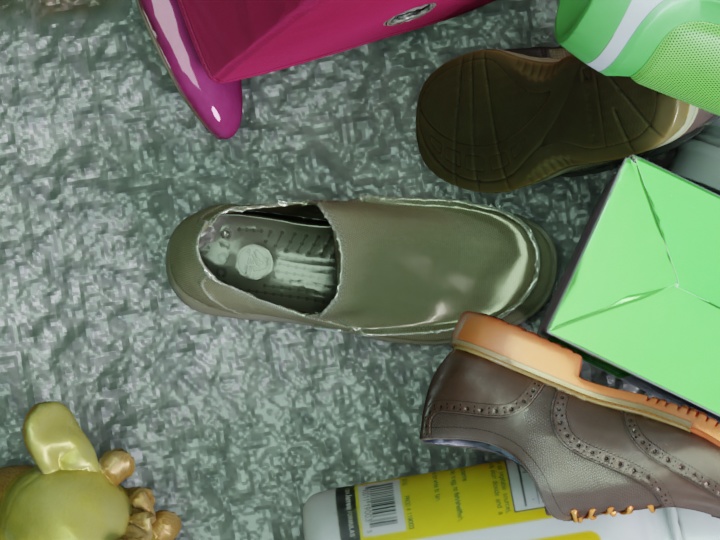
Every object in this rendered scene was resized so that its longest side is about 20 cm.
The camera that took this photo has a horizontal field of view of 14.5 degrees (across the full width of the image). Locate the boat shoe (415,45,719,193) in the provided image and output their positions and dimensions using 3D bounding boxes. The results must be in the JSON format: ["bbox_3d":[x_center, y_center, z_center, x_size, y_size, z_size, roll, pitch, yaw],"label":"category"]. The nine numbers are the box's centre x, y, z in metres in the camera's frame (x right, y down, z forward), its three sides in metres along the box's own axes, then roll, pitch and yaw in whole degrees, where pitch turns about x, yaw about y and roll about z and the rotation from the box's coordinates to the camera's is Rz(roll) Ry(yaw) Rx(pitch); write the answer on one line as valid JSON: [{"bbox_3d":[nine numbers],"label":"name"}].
[{"bbox_3d":[0.106,-0.076,1.376,0.066,0.201,0.072,-2,87,-36],"label":"boat shoe"}]

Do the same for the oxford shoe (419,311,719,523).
[{"bbox_3d":[0.123,0.092,1.310,0.200,0.071,0.073,25,82,16],"label":"oxford shoe"}]

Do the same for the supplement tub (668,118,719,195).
[{"bbox_3d":[0.247,-0.107,1.377,0.144,0.144,0.200,27,89,2],"label":"supplement tub"}]

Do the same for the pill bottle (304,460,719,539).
[{"bbox_3d":[0.078,0.149,1.381,0.200,0.112,0.113,-9,88,1],"label":"pill bottle"}]

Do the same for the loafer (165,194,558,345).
[{"bbox_3d":[0.000,0.000,1.417,0.200,0.068,0.076,-1,88,1],"label":"loafer"}]

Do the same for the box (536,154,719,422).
[{"bbox_3d":[0.194,0.031,1.357,0.200,0.176,0.097,26,88,2],"label":"box"}]

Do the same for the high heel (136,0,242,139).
[{"bbox_3d":[-0.069,-0.171,1.423,0.096,0.067,0.200,-19,84,11],"label":"high heel"}]

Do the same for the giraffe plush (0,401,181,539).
[{"bbox_3d":[-0.174,0.153,1.383,0.200,0.173,0.162,24,62,30],"label":"giraffe plush"}]

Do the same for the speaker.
[{"bbox_3d":[0.191,-0.099,1.251,0.200,0.088,0.089,21,89,-10],"label":"speaker"}]

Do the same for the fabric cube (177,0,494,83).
[{"bbox_3d":[0.009,-0.224,1.333,0.196,0.199,0.200,-20,88,-21],"label":"fabric cube"}]
